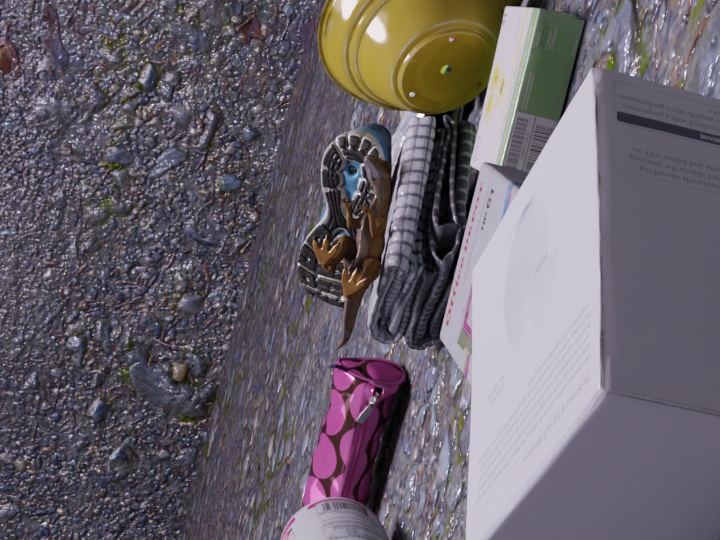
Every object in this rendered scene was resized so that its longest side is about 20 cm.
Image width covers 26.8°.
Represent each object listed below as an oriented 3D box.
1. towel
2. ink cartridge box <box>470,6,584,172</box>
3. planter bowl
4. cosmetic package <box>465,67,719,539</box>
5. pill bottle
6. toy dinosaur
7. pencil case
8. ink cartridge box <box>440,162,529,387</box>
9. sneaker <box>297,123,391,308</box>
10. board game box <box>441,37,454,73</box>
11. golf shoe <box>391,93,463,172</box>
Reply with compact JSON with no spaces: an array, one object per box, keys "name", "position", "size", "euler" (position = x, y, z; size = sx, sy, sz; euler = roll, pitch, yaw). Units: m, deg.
[{"name":"towel","position":[0.064,-0.035,1.438],"size":[0.200,0.085,0.167],"euler":[106,174,-64]},{"name":"ink cartridge box","position":[0.133,-0.157,1.330],"size":[0.200,0.048,0.147],"euler":[-133,55,-75]},{"name":"planter bowl","position":[0.067,-0.206,1.384],"size":[0.084,0.199,0.201],"euler":[-114,33,-41]},{"name":"cosmetic package","position":[0.144,0.040,0.817],"size":[0.200,0.122,0.201],"euler":[116,164,-53]},{"name":"pill bottle","position":[-0.015,0.298,1.424],"size":[0.200,0.112,0.114],"euler":[-126,49,-77]},{"name":"toy dinosaur","position":[0.000,0.000,1.362],"size":[0.106,0.060,0.202],"euler":[-19,-53,-62]},{"name":"pencil case","position":[-0.011,0.193,1.618],"size":[0.094,0.090,0.202],"euler":[-139,58,-63]},{"name":"ink cartridge box","position":[0.125,0.016,1.063],"size":[0.200,0.084,0.146],"euler":[-116,39,-76]},{"name":"sneaker","position":[-0.001,-0.053,1.474],"size":[0.090,0.078,0.201],"euler":[-49,-21,-56]},{"name":"board game box","position":[0.118,-0.278,1.516],"size":[0.135,0.029,0.201],"euler":[-91,25,-53]},{"name":"golf shoe","position":[0.060,-0.116,1.615],"size":[0.097,0.078,0.201],"euler":[-112,33,-62]}]
